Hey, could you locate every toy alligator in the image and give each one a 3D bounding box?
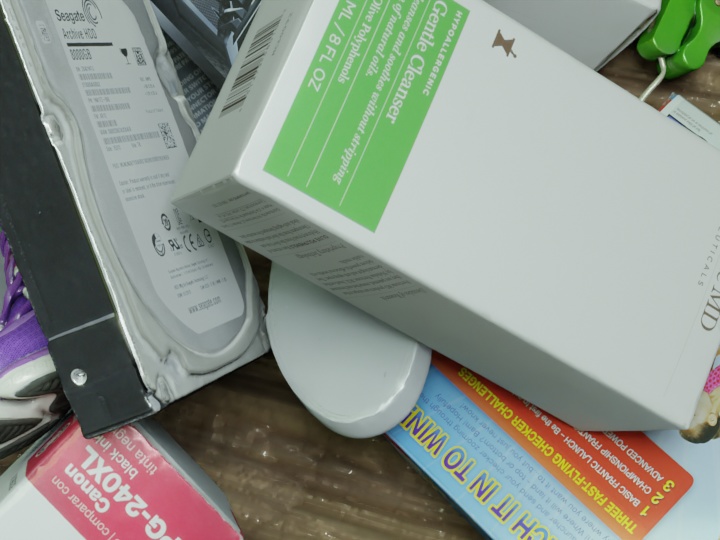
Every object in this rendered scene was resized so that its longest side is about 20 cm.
[{"bbox_3d":[0.164,-0.127,0.857,0.054,0.059,0.202,23,75,-16],"label":"toy alligator"}]

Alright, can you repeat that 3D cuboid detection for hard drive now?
[{"bbox_3d":[-0.101,-0.046,0.725,0.038,0.140,0.202,-21,90,18],"label":"hard drive"}]

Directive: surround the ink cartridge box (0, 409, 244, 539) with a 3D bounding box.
[{"bbox_3d":[-0.148,0.145,0.771,0.200,0.145,0.083,-45,96,-6],"label":"ink cartridge box"}]

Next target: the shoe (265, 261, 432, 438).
[{"bbox_3d":[0.000,0.000,0.820,0.071,0.091,0.201,-23,52,10],"label":"shoe"}]

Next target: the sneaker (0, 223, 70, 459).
[{"bbox_3d":[-0.133,0.008,0.795,0.081,0.083,0.200,-43,10,24],"label":"sneaker"}]

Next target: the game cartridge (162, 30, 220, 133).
[{"bbox_3d":[-0.081,-0.097,0.888,0.199,0.134,0.040,-36,25,0],"label":"game cartridge"}]

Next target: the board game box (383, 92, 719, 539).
[{"bbox_3d":[0.139,0.059,0.767,0.196,0.056,0.200,-45,58,-5],"label":"board game box"}]

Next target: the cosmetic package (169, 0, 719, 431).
[{"bbox_3d":[0.044,-0.028,0.696,0.109,0.199,0.085,-67,18,-14],"label":"cosmetic package"}]

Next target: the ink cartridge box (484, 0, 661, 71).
[{"bbox_3d":[0.073,-0.209,0.871,0.145,0.083,0.202,17,65,-17],"label":"ink cartridge box"}]

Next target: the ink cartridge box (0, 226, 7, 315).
[{"bbox_3d":[-0.273,0.036,0.873,0.198,0.146,0.085,-3,103,20],"label":"ink cartridge box"}]

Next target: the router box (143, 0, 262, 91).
[{"bbox_3d":[-0.040,-0.171,0.777,0.200,0.052,0.158,47,117,21],"label":"router box"}]
